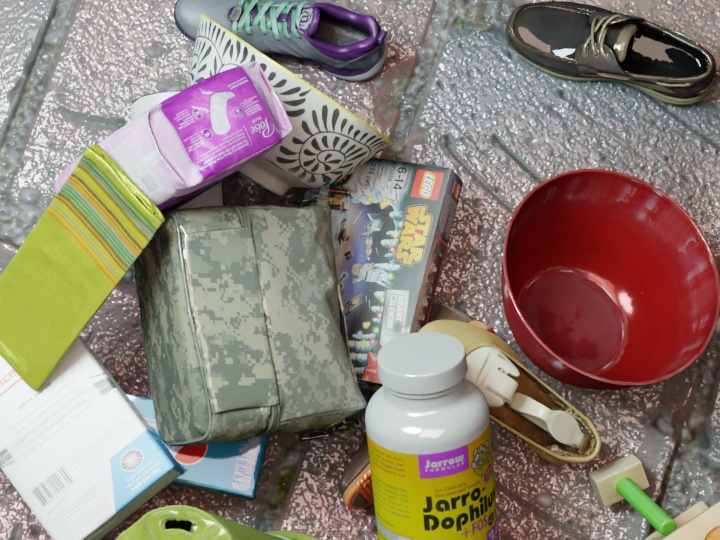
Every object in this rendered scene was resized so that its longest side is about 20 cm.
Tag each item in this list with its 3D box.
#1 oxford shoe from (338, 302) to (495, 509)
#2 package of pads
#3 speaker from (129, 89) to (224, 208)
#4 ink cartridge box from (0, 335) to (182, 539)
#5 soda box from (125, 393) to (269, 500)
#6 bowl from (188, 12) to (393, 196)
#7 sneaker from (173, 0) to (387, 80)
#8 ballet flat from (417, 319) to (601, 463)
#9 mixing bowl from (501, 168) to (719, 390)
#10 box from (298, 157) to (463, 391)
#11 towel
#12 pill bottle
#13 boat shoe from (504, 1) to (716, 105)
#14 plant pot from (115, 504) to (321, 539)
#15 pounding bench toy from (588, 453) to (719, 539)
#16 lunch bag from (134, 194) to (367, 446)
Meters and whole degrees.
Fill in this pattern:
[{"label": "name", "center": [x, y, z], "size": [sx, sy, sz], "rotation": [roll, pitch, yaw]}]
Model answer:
[{"label": "oxford shoe", "center": [0.036, 0.119, 1.701], "size": [0.073, 0.071, 0.201], "rotation": [32, 77, 26]}, {"label": "package of pads", "center": [-0.154, -0.091, 1.560], "size": [0.120, 0.200, 0.076], "rotation": [-31, 94, -33]}, {"label": "speaker", "center": [-0.159, -0.051, 1.707], "size": [0.080, 0.081, 0.202], "rotation": [-4, 79, -4]}, {"label": "ink cartridge box", "center": [-0.253, 0.121, 1.605], "size": [0.116, 0.068, 0.201], "rotation": [-37, 81, -4]}, {"label": "soda box", "center": [-0.181, 0.146, 1.674], "size": [0.198, 0.068, 0.065], "rotation": [14, 81, 0]}, {"label": "bowl", "center": [-0.078, -0.126, 1.658], "size": [0.200, 0.201, 0.095], "rotation": [34, 94, 4]}, {"label": "sneaker", "center": [-0.070, -0.228, 1.741], "size": [0.198, 0.088, 0.075], "rotation": [11, 79, -1]}, {"label": "ballet flat", "center": [0.132, 0.104, 1.659], "size": [0.199, 0.063, 0.069], "rotation": [33, 83, -26]}, {"label": "mixing bowl", "center": [0.200, 0.024, 1.684], "size": [0.198, 0.109, 0.202], "rotation": [7, 64, -14]}, {"label": "box", "center": [0.000, 0.000, 1.697], "size": [0.136, 0.040, 0.202], "rotation": [9, 75, 23]}, {"label": "towel", "center": [-0.235, 0.000, 1.531], "size": [0.086, 0.018, 0.200], "rotation": [46, 117, 12]}, {"label": "pill bottle", "center": [0.058, 0.156, 1.605], "size": [0.103, 0.104, 0.202], "rotation": [-9, 116, -5]}, {"label": "boat shoe", "center": [0.231, -0.208, 1.759], "size": [0.198, 0.073, 0.075], "rotation": [12, 79, 0]}, {"label": "plant pot", "center": [-0.117, 0.276, 1.555], "size": [0.198, 0.190, 0.202], "rotation": [-11, 61, 21]}, {"label": "pounding bench toy", "center": [0.268, 0.244, 1.634], "size": [0.124, 0.156, 0.201], "rotation": [-32, 82, -8]}, {"label": "lunch bag", "center": [-0.086, 0.044, 1.598], "size": [0.166, 0.139, 0.202], "rotation": [-7, 84, -24]}]
